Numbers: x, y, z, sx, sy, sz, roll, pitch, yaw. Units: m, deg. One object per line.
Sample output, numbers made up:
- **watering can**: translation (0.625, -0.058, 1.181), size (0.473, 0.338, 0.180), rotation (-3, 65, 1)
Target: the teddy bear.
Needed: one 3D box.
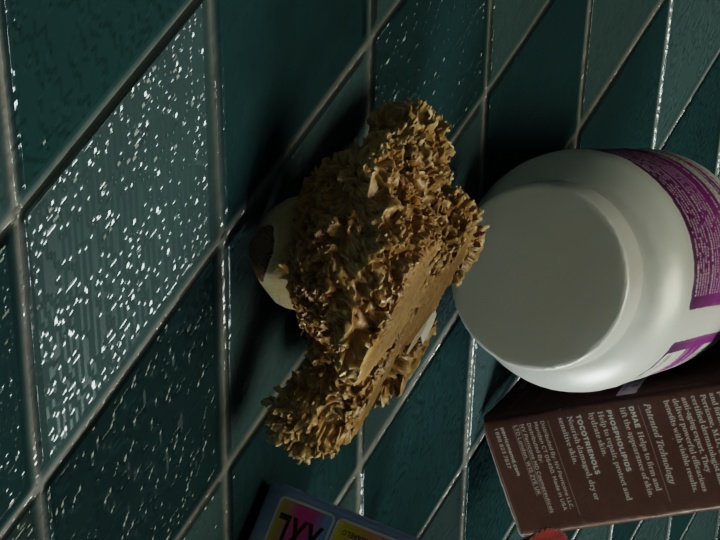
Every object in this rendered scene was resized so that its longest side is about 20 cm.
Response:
- **teddy bear**: translation (0.000, 0.000, 1.187), size (0.146, 0.066, 0.200), rotation (-66, 171, 17)

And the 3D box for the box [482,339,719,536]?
- **box**: translation (0.173, 0.072, 1.523), size (0.100, 0.199, 0.075), rotation (-42, 118, -56)

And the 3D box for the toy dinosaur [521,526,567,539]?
- **toy dinosaur**: translation (0.034, 0.209, 1.336), size (0.105, 0.199, 0.182), rotation (96, -24, -63)

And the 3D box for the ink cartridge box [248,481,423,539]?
- **ink cartridge box**: translation (-0.008, 0.206, 1.236), size (0.201, 0.136, 0.076), rotation (-68, 160, -8)

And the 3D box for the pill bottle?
- **pill bottle**: translation (0.110, -0.002, 1.409), size (0.200, 0.112, 0.113), rotation (-6, 114, -71)
